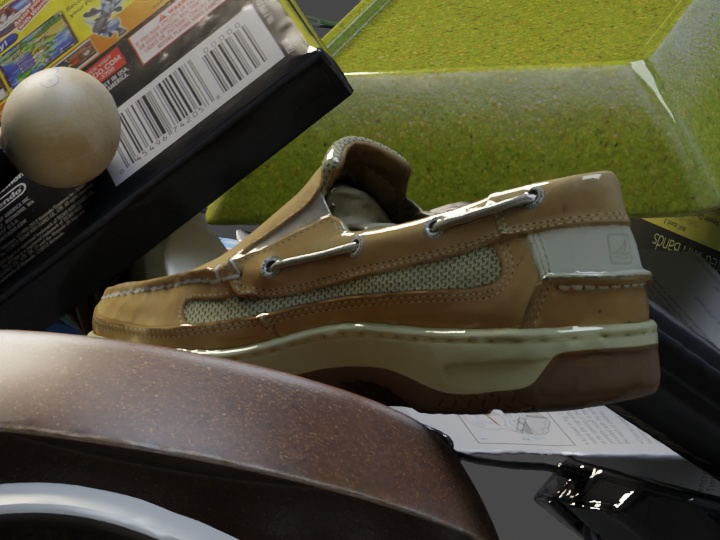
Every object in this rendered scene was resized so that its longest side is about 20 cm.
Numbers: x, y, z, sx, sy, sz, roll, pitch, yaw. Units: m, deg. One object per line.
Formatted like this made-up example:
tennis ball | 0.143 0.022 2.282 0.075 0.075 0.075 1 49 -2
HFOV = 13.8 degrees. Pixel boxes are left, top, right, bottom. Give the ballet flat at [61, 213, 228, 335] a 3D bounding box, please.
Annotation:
ballet flat | -0.071 0.003 1.026 0.068 0.072 0.200 0 32 -22

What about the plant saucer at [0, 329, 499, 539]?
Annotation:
plant saucer | -0.056 0.052 0.832 0.200 0.035 0.200 8 -13 2

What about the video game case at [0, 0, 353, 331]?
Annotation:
video game case | -0.116 -0.055 1.043 0.026 0.200 0.181 49 6 -41

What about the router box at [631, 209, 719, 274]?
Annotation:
router box | 0.181 -0.003 1.164 0.052 0.158 0.200 18 6 -33

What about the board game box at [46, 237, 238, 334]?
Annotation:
board game box | -0.019 0.032 1.150 0.151 0.037 0.200 12 13 14

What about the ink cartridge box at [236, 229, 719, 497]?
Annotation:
ink cartridge box | 0.067 0.043 1.072 0.200 0.050 0.161 0 28 -24

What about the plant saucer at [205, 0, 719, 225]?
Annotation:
plant saucer | 0.063 -0.079 1.130 0.200 0.048 0.200 0 24 23

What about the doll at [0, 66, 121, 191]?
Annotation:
doll | -0.174 -0.023 0.969 0.200 0.049 0.136 -14 14 -2

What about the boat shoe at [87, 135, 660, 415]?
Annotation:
boat shoe | 0.000 0.000 0.846 0.200 0.076 0.072 -2 3 38

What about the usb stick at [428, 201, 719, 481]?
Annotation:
usb stick | 0.088 0.030 0.931 0.055 0.033 0.200 6 -19 44

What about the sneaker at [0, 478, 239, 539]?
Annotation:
sneaker | -0.088 0.079 0.772 0.200 0.073 0.085 11 14 15

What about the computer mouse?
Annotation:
computer mouse | 0.057 0.074 0.939 0.200 0.034 0.059 16 -1 -31
